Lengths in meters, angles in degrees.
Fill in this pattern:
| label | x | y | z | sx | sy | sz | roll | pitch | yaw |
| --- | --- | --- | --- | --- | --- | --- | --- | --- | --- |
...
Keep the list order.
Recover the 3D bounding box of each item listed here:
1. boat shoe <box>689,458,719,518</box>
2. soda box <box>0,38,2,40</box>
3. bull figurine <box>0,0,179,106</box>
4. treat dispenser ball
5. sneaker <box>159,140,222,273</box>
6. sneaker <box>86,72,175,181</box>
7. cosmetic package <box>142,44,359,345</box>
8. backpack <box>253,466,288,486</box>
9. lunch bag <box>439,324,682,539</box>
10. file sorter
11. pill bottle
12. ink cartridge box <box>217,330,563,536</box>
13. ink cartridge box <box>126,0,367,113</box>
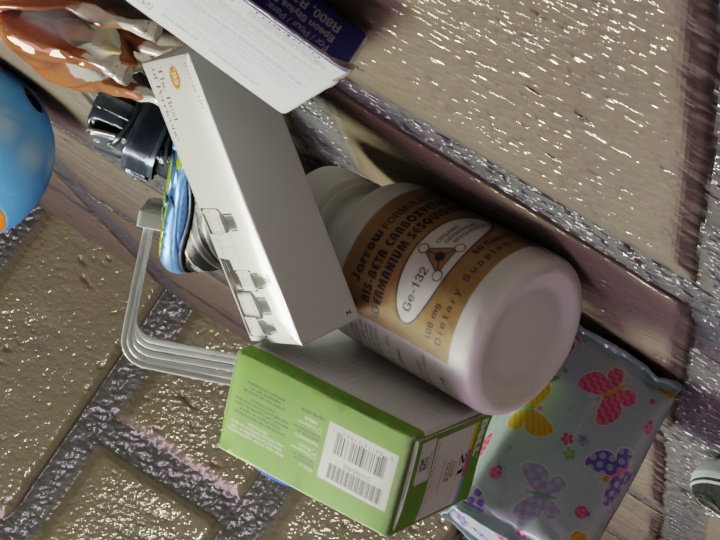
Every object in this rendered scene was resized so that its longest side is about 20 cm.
| label | x | y | z | sx | sy | sz | roll | pitch | yaw |
| --- | --- | --- | --- | --- | --- | --- | --- | --- | --- |
| boat shoe | 0.312 | 0.202 | 1.562 | 0.072 | 0.071 | 0.200 | 38 | 172 | -27 |
| soda box | -0.322 | -0.241 | 1.530 | 0.200 | 0.063 | 0.068 | 28 | 170 | 37 |
| bull figurine | -0.189 | -0.157 | 1.426 | 0.121 | 0.065 | 0.200 | 17 | -177 | 13 |
| treat dispenser ball | -0.430 | -0.130 | 2.170 | 0.201 | 0.201 | 0.201 | 34 | 172 | 5 |
| sneaker | -0.095 | -0.070 | 1.456 | 0.083 | 0.071 | 0.200 | 5 | 140 | -11 |
| sneaker | -0.148 | -0.104 | 1.594 | 0.146 | 0.077 | 0.202 | 32 | 174 | -2 |
| cosmetic package | -0.072 | -0.052 | 1.301 | 0.083 | 0.051 | 0.200 | -2 | 112 | 61 |
| backpack | -0.050 | 0.160 | 2.358 | 0.162 | 0.200 | 0.168 | 31 | 172 | 15 |
| lunch bag | 0.137 | 0.135 | 1.517 | 0.127 | 0.170 | 0.200 | 31 | 174 | 2 |
| file sorter | -0.119 | 0.018 | 1.642 | 0.139 | 0.125 | 0.200 | 11 | -176 | -5 |
| pill bottle | 0.038 | 0.006 | 1.346 | 0.200 | 0.114 | 0.114 | 29 | 171 | 36 |
| ink cartridge box | 0.025 | 0.095 | 1.379 | 0.148 | 0.076 | 0.200 | 25 | -158 | 29 |
| ink cartridge box | -0.092 | -0.166 | 1.104 | 0.200 | 0.041 | 0.200 | 36 | 172 | -10 |
